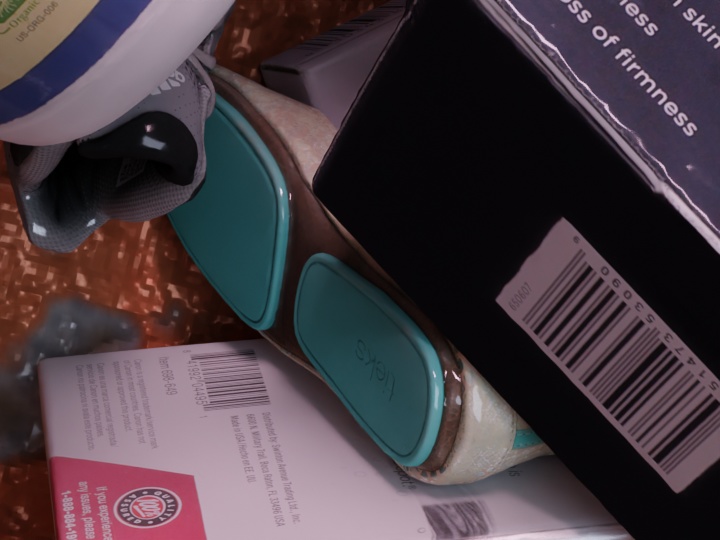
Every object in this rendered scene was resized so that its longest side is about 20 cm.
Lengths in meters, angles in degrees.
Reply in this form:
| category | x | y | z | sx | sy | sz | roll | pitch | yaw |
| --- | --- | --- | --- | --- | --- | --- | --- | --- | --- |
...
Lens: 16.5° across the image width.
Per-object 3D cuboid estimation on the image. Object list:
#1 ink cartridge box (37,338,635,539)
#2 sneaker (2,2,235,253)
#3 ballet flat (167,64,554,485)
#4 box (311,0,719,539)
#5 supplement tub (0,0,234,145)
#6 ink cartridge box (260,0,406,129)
| category | x | y | z | sx | sy | sz | roll | pitch | yaw |
| --- | --- | --- | --- | --- | --- | --- | --- | --- | --- |
| ink cartridge box | 0.010 | 0.080 | 0.739 | 0.198 | 0.146 | 0.085 | -6 | 114 | -7 |
| sneaker | -0.046 | -0.083 | 0.694 | 0.075 | 0.116 | 0.201 | 17 | 126 | -21 |
| ballet flat | 0.000 | 0.000 | 0.742 | 0.062 | 0.200 | 0.068 | -4 | 125 | -31 |
| box | 0.131 | -0.029 | 0.651 | 0.196 | 0.124 | 0.200 | -38 | 81 | -30 |
| supplement tub | -0.118 | -0.133 | 0.552 | 0.199 | 0.144 | 0.145 | 31 | 83 | -30 |
| ink cartridge box | 0.088 | -0.020 | 0.851 | 0.199 | 0.041 | 0.201 | -27 | 107 | -19 |
